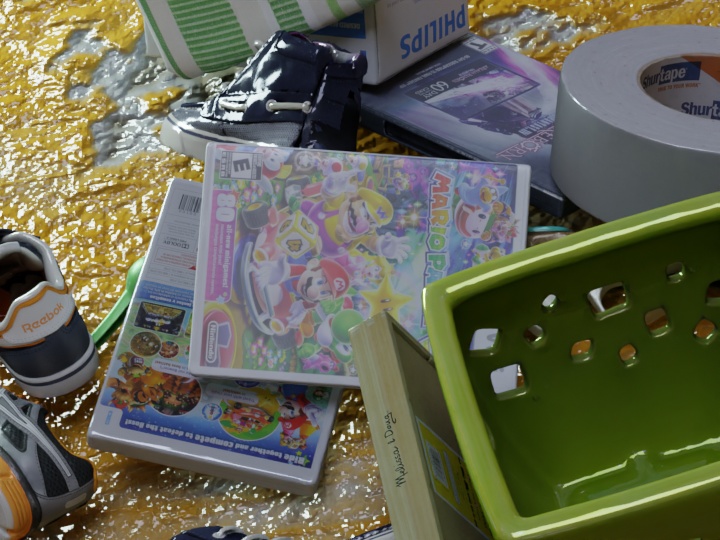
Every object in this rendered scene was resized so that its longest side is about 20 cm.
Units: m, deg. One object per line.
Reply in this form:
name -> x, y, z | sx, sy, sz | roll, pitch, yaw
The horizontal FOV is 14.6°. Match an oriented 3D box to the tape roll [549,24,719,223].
tape roll -> 0.218, -0.084, 1.728 | 0.199, 0.066, 0.201 | 3, 28, -2

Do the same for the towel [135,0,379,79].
towel -> -0.078, -0.217, 1.822 | 0.199, 0.153, 0.023 | -21, 7, 37

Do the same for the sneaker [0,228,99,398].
sneaker -> -0.237, 0.006, 1.806 | 0.078, 0.080, 0.200 | -35, 37, -21

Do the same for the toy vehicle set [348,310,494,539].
toy vehicle set -> 0.052, 0.130, 1.595 | 0.026, 0.124, 0.201 | -30, 44, 17

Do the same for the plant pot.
plant pot -> 0.160, 0.103, 1.550 | 0.198, 0.182, 0.201 | -17, 47, 1

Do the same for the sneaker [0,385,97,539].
sneaker -> -0.234, 0.101, 1.750 | 0.077, 0.079, 0.200 | -14, 41, -28

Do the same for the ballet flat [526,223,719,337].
ballet flat -> 0.141, 0.006, 1.735 | 0.199, 0.068, 0.073 | -9, 65, 2

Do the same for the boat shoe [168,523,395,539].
boat shoe -> -0.051, 0.174, 1.618 | 0.199, 0.075, 0.093 | -25, 54, -6

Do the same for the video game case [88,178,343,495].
video game case -> -0.075, 0.038, 1.748 | 0.142, 0.018, 0.201 | 12, 55, 5

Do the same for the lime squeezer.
lime squeezer -> -0.108, 0.014, 1.807 | 0.199, 0.038, 0.071 | -15, 44, 0

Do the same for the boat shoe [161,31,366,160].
boat shoe -> -0.059, -0.110, 1.820 | 0.200, 0.074, 0.093 | 17, 97, 54

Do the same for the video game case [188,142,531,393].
video game case -> 0.000, 0.000, 1.705 | 0.199, 0.018, 0.144 | 4, 83, 2

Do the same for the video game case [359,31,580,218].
video game case -> 0.097, -0.099, 1.828 | 0.200, 0.019, 0.143 | 26, 36, 34

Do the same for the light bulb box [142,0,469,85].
light bulb box -> -0.043, -0.245, 1.879 | 0.197, 0.201, 0.125 | 10, 25, 32
